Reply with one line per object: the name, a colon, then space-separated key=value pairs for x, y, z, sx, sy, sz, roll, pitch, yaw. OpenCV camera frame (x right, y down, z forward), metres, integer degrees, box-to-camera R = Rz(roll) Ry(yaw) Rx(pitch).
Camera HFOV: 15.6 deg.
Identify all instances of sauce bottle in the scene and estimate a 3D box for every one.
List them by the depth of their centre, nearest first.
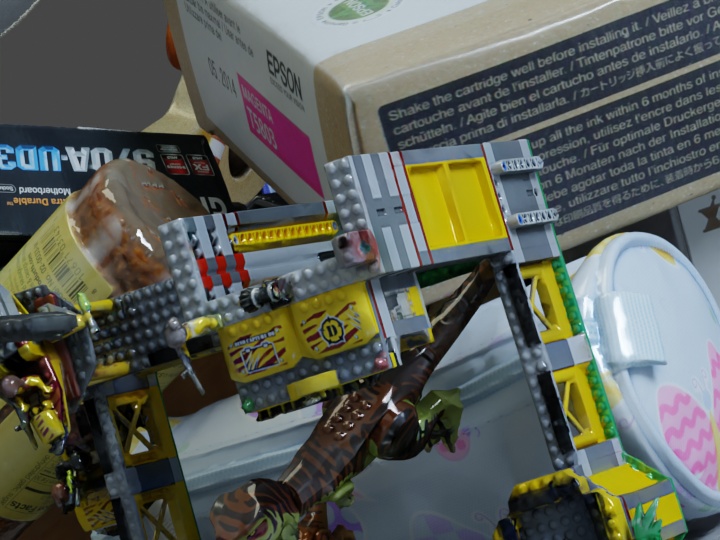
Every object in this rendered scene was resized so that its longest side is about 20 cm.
sauce bottle: x=-0.121 y=0.052 z=0.831 sx=0.200 sy=0.066 sz=0.066 roll=-43 pitch=-3 yaw=19

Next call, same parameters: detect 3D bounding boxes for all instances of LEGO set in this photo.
LEGO set: x=-0.026 y=0.046 z=0.672 sx=0.199 sy=0.155 sz=0.116 roll=-9 pitch=0 yaw=30

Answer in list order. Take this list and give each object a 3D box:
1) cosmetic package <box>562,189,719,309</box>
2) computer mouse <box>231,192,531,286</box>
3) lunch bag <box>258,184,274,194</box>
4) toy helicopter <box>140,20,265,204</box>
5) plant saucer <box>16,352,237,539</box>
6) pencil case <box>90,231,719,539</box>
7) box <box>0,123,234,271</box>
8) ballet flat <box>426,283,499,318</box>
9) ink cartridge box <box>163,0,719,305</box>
cosmetic package: x=0.125 y=-0.026 z=0.891 sx=0.107 sy=0.085 sz=0.200 roll=-18 pitch=16 yaw=-8
computer mouse: x=0.000 y=0.000 z=1.042 sx=0.199 sy=0.053 sz=0.139 roll=7 pitch=5 yaw=0
lunch bag: x=0.002 y=-0.036 z=1.444 sx=0.123 sy=0.201 sz=0.170 roll=-24 pitch=4 yaw=5
toy helicopter: x=-0.081 y=-0.049 z=1.201 sx=0.079 sy=0.133 sz=0.200 roll=18 pitch=24 yaw=17
plant saucer: x=-0.094 y=0.089 z=0.962 sx=0.200 sy=0.037 sz=0.200 roll=-50 pitch=-8 yaw=-10
pencil case: x=0.015 y=0.056 z=0.769 sx=0.199 sy=0.091 sz=0.083 roll=-21 pitch=46 yaw=29
box: x=-0.159 y=0.019 z=0.900 sx=0.159 sy=0.046 sz=0.200 roll=1 pitch=-30 yaw=-44
ballet flat: x=-0.025 y=0.058 z=0.895 sx=0.200 sy=0.063 sz=0.069 roll=-43 pitch=22 yaw=-22
ink cartridge box: x=0.042 y=-0.077 z=0.824 sx=0.164 sy=0.075 sz=0.200 roll=-21 pitch=26 yaw=-13
